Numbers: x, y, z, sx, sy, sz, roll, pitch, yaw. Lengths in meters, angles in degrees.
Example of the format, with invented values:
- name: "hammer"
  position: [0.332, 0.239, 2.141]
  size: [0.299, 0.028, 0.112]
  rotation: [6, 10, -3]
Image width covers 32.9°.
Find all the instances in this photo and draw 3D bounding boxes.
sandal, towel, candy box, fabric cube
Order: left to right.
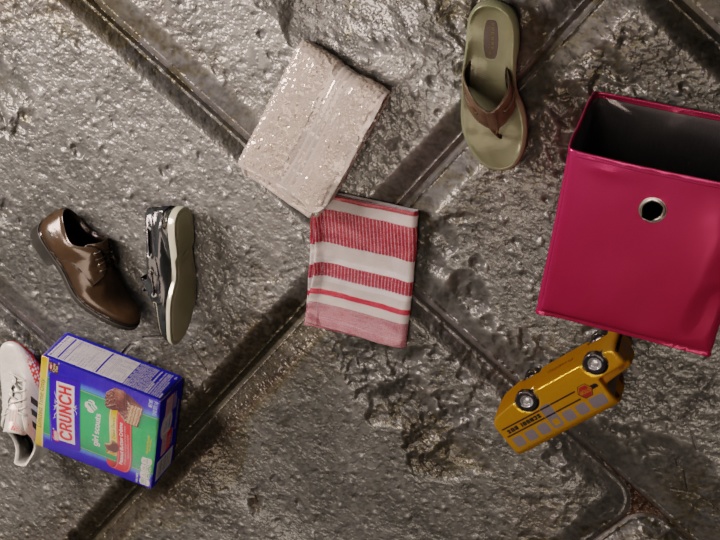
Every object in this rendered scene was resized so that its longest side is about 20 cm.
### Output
- name: "candy box"
  position: [-0.375, 0.207, 1.806]
  size: [0.200, 0.077, 0.169]
  rotation: [19, 121, 13]
- name: "towel"
  position: [-0.062, -0.172, 1.510]
  size: [0.132, 0.034, 0.200]
  rotation: [33, 117, 7]
- name: "towel"
  position: [0.000, 0.000, 1.589]
  size: [0.144, 0.023, 0.200]
  rotation: [12, 119, 15]
- name: "sandal"
  position: [0.147, -0.209, 1.406]
  size: [0.080, 0.057, 0.201]
  rotation: [2, 116, 21]
- name: "fabric cube"
  position: [0.317, -0.056, 1.332]
  size: [0.196, 0.200, 0.200]
  rotation: [15, 120, 13]

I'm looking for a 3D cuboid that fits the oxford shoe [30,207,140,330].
- name: "oxford shoe"
  position: [-0.371, -0.002, 1.705]
  size: [0.084, 0.073, 0.200]
  rotation: [-37, 98, 30]

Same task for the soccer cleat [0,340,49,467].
- name: "soccer cleat"
  position: [-0.515, 0.204, 1.854]
  size: [0.068, 0.085, 0.200]
  rotation: [3, 116, 20]

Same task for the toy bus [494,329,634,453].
- name: "toy bus"
  position: [0.260, 0.151, 1.536]
  size: [0.200, 0.065, 0.078]
  rotation: [-34, 100, 31]

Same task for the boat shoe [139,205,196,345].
- name: "boat shoe"
  position: [-0.269, 0.004, 1.666]
  size: [0.066, 0.075, 0.200]
  rotation: [11, 118, 18]
